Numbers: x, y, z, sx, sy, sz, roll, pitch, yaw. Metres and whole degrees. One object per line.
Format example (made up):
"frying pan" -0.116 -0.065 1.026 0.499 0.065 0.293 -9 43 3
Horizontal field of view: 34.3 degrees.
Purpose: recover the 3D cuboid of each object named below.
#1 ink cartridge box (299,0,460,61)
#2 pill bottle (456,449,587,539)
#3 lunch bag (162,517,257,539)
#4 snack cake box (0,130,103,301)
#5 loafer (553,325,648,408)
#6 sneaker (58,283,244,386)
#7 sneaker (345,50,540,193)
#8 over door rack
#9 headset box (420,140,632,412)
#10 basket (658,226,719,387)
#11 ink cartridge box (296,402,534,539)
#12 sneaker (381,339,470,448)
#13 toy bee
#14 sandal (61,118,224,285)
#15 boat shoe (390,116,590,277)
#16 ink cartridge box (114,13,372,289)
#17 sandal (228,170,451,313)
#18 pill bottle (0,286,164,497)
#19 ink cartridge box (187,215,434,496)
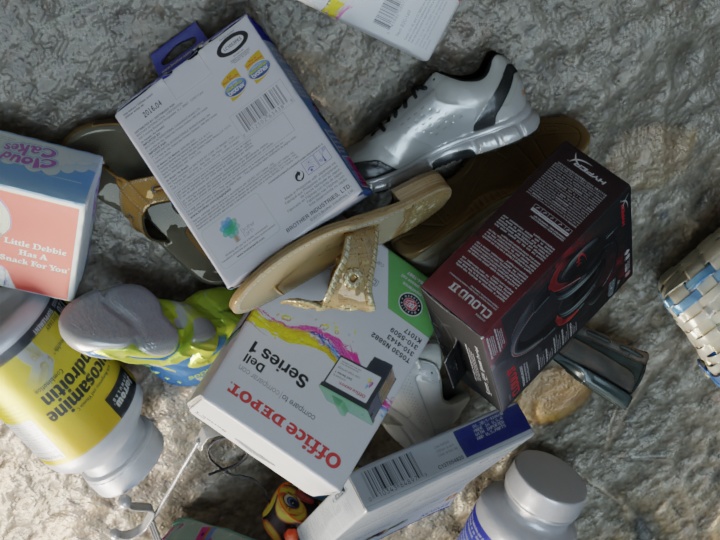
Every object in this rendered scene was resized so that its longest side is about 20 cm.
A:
"ink cartridge box" -0.010 -0.262 0.907 0.198 0.068 0.117 22 114 -20
"pill bottle" 0.157 0.291 1.211 0.110 0.113 0.202 16 117 -16
"lunch bag" -0.120 0.330 1.161 0.077 0.198 0.161 -50 122 -29
"snack cake box" -0.319 -0.057 0.955 0.197 0.068 0.116 14 131 -8
"loafer" 0.195 0.057 1.120 0.199 0.072 0.063 36 89 -21
"sneaker" -0.179 0.070 1.039 0.198 0.076 0.106 1 138 -33
"sneaker" 0.050 -0.125 0.998 0.197 0.074 0.081 -22 109 -1
"over door rack" -0.153 0.247 1.037 0.066 0.149 0.200 -2 144 -45
"headset box" 0.139 0.015 0.985 0.200 0.075 0.149 -44 150 -13
"basket" 0.389 0.045 1.078 0.176 0.139 0.201 -42 86 16
"ink cartridge box" 0.041 0.207 1.098 0.198 0.041 0.200 -18 158 -32
"sneaker" 0.026 0.092 1.114 0.199 0.078 0.100 36 102 -33
"toy bee" -0.057 0.251 1.163 0.197 0.109 0.133 4 120 -10
"sandal" -0.171 -0.053 1.008 0.080 0.054 0.200 -37 117 13
"boat shoe" 0.119 -0.062 1.040 0.198 0.074 0.069 -31 140 2
"ink cartridge box" -0.101 -0.107 0.939 0.136 0.076 0.201 -34 90 5
"sandal" 0.001 -0.003 0.936 0.210 0.070 0.078 -31 162 -20
"pill bottle" -0.267 0.110 1.053 0.111 0.112 0.201 -30 119 10
"ink cartridge box" -0.035 0.071 1.004 0.144 0.084 0.201 34 71 -7
